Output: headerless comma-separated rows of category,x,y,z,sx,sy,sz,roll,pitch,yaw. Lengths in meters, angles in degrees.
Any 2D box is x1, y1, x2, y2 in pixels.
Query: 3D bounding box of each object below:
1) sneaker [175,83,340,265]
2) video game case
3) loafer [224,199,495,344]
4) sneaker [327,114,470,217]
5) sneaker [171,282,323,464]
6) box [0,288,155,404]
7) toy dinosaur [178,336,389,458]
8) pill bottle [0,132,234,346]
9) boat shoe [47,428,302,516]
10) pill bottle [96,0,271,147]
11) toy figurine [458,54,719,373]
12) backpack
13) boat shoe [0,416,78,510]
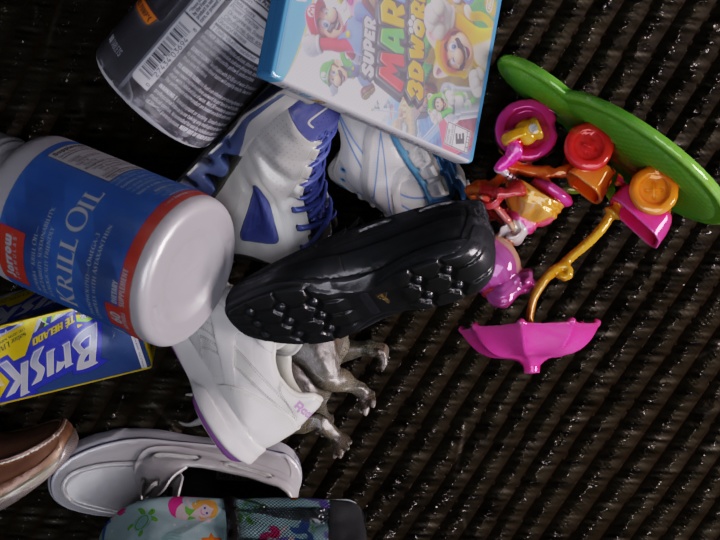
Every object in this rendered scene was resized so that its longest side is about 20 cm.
sneaker,-0.048,-0.069,1.390,0.115,0.081,0.199,43,128,-9
video game case,0.019,-0.169,1.320,0.200,0.018,0.143,20,77,-43
loafer,0.000,0.000,1.355,0.200,0.071,0.068,-16,134,19
sneaker,0.026,-0.067,1.428,0.087,0.075,0.200,-18,108,21
sneaker,-0.097,0.039,1.431,0.099,0.075,0.200,-31,78,7
box,-0.257,0.056,1.459,0.200,0.070,0.064,-14,112,5
toy dinosaur,-0.040,0.077,1.468,0.102,0.077,0.200,31,111,-24
pill bottle,-0.198,-0.030,1.374,0.200,0.112,0.112,21,112,26
boat shoe,-0.146,0.165,1.503,0.199,0.065,0.074,-5,111,2
pill bottle,-0.084,-0.191,1.354,0.106,0.106,0.200,39,104,-14
toy figurine,0.127,-0.025,1.373,0.200,0.150,0.184,36,83,9
backpack,-0.102,0.253,1.442,0.199,0.151,0.178,6,135,-2
boat shoe,-0.316,0.153,1.494,0.200,0.076,0.072,-22,107,5
